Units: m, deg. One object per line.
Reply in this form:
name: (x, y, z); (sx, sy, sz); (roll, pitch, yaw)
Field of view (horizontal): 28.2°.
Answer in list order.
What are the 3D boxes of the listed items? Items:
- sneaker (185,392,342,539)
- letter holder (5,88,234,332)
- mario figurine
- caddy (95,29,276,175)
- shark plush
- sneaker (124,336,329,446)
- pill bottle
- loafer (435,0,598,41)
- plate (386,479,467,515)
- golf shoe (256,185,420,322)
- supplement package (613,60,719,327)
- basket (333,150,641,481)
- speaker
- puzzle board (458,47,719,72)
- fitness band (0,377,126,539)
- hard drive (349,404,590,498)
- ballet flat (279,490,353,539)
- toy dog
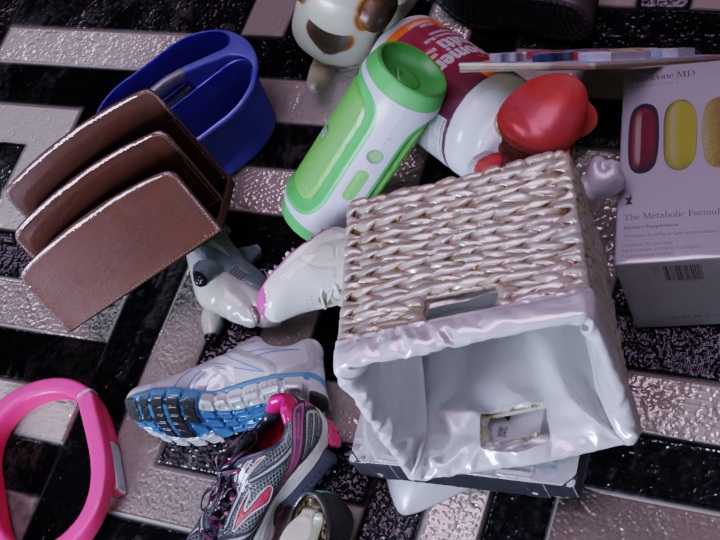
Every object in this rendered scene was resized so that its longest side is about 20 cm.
sneaker: (-0.105, 0.194, 1.244); (0.080, 0.075, 0.201); (22, 71, 49)
letter holder: (-0.245, -0.062, 1.387); (0.199, 0.142, 0.101); (-32, 24, 19)
mario figurine: (0.156, -0.078, 1.225); (0.122, 0.201, 0.106); (15, 36, -1)
caddy: (-0.186, -0.163, 1.491); (0.199, 0.105, 0.142); (-38, 51, -3)
shark plush: (-0.128, -0.005, 1.420); (0.082, 0.092, 0.200); (-12, 32, -8)
sneaker: (-0.121, 0.105, 1.328); (0.198, 0.075, 0.087); (-7, 47, 13)
pill bottle: (0.100, -0.154, 1.363); (0.110, 0.110, 0.200); (-44, 53, -8)
loafer: (0.157, -0.285, 1.455); (0.199, 0.073, 0.071); (21, 59, 27)
plate: (0.090, 0.089, 1.263); (0.198, 0.032, 0.201); (-25, 54, 6)
golf shoe: (0.000, 0.000, 1.323); (0.199, 0.075, 0.092); (-31, 62, -9)
supplement package: (0.284, -0.066, 1.229); (0.113, 0.110, 0.202); (-4, 58, 20)
basket: (0.097, 0.039, 1.103); (0.196, 0.200, 0.162); (-12, 54, 15)
speaker: (0.001, -0.115, 1.334); (0.200, 0.088, 0.089); (-55, 41, 37)
puzzle board: (0.207, -0.191, 1.289); (0.150, 0.199, 0.018); (6, 103, 44)
fitness band: (-0.299, 0.190, 1.362); (0.143, 0.037, 0.201); (-26, 52, 7)
hard drive: (0.099, 0.112, 1.202); (0.198, 0.038, 0.141); (4, 63, 24)
ballet flat: (-0.064, 0.273, 1.189); (0.067, 0.069, 0.201); (4, 62, 27)
toy dog: (-0.021, -0.281, 1.425); (0.139, 0.200, 0.195); (33, 90, -2)
